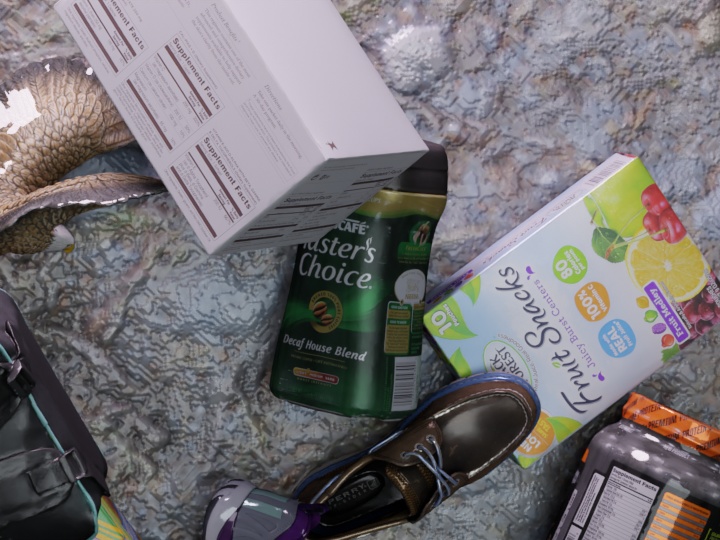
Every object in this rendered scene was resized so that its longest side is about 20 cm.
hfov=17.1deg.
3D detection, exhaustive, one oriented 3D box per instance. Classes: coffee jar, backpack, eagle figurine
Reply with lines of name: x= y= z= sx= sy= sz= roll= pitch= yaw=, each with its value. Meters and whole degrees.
coffee jar: x=0.000 y=0.000 z=1.690 sx=0.085 sy=0.104 sz=0.201 roll=2 pitch=97 yaw=-54
backpack: x=-0.281 y=0.117 z=1.533 sx=0.200 sy=0.153 sz=0.176 roll=-28 pitch=113 yaw=2
eagle figurine: x=-0.220 y=-0.049 z=1.632 sx=0.152 sy=0.151 sz=0.200 roll=45 pitch=97 yaw=-3

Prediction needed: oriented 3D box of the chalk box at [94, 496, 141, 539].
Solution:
chalk box: x=-0.193 y=0.237 z=1.668 sx=0.124 sy=0.124 sz=0.200 roll=-38 pitch=104 yaw=-6

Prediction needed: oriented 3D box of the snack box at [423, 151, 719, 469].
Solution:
snack box: x=0.156 y=0.029 z=1.755 sx=0.200 sy=0.053 sz=0.142 roll=-36 pitch=101 yaw=-5

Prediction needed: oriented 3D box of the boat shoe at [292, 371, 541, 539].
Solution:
boat shoe: x=0.041 y=0.144 z=1.705 sx=0.200 sy=0.072 sz=0.072 roll=-33 pitch=102 yaw=12

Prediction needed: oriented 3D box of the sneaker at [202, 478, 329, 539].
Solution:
sneaker: x=-0.066 y=0.248 z=1.693 sx=0.087 sy=0.074 sz=0.201 roll=10 pitch=115 yaw=19

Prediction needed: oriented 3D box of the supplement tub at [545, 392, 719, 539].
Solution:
supplement tub: x=0.201 y=0.199 z=1.749 sx=0.122 sy=0.123 sz=0.200 roll=25 pitch=91 yaw=-14

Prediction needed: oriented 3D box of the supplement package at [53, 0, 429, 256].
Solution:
supplement package: x=-0.076 y=-0.126 z=1.587 sx=0.111 sy=0.156 sz=0.200 roll=-37 pitch=78 yaw=24
